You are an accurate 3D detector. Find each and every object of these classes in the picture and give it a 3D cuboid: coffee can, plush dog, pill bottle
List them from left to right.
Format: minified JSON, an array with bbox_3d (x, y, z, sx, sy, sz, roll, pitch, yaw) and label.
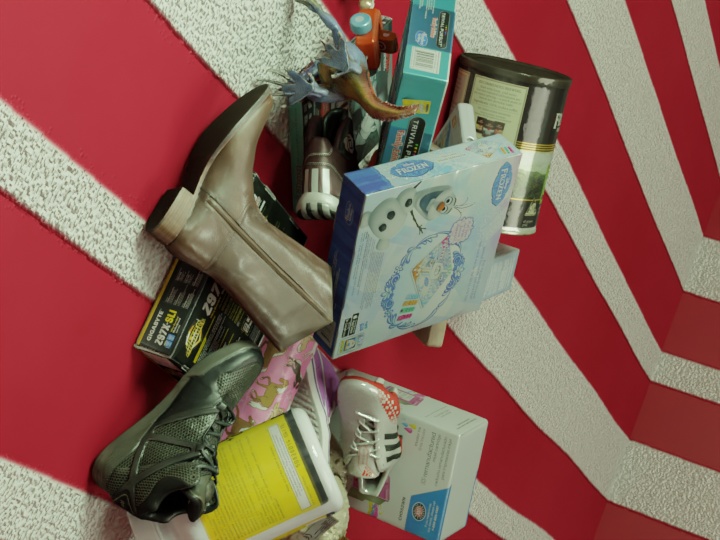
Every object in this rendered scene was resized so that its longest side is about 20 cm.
[{"bbox_3d":[-0.125,0.223,1.565,0.198,0.113,0.112,-24,144,-4],"label":"pill bottle"},{"bbox_3d":[-0.060,0.251,1.821,0.201,0.158,0.173,83,9,-46],"label":"plush dog"},{"bbox_3d":[0.176,-0.162,2.025,0.146,0.145,0.202,-16,121,-63],"label":"coffee can"}]

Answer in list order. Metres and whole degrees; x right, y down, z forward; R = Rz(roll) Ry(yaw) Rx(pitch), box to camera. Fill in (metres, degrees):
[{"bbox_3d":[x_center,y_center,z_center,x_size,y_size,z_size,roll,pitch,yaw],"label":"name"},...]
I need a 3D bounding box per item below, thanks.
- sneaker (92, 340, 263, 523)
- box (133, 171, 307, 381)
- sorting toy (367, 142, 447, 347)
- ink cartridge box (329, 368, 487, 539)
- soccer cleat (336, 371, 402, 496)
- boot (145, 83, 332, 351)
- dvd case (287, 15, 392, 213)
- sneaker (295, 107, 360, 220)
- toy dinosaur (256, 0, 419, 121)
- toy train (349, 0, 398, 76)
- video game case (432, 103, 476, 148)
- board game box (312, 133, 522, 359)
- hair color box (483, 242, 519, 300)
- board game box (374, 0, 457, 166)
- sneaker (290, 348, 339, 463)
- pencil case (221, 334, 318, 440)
[{"bbox_3d":[-0.147,0.161,1.501,0.199,0.114,0.076,-43,150,-15],"label":"sneaker"},{"bbox_3d":[-0.134,0.018,1.579,0.202,0.049,0.160,-66,154,-13],"label":"box"},{"bbox_3d":[0.048,-0.041,1.812,0.199,0.069,0.202,-135,-127,-67],"label":"sorting toy"},{"bbox_3d":[0.038,0.221,1.923,0.084,0.198,0.146,-16,120,-58],"label":"ink cartridge box"},{"bbox_3d":[0.008,0.184,1.779,0.201,0.068,0.086,76,29,-58],"label":"soccer cleat"},{"bbox_3d":[-0.080,-0.046,1.500,0.200,0.064,0.187,40,79,-24],"label":"boot"},{"bbox_3d":[-0.019,-0.170,1.739,0.200,0.022,0.147,-48,147,-42],"label":"dvd case"},{"bbox_3d":[-0.013,-0.112,1.684,0.200,0.075,0.117,-10,100,-76],"label":"sneaker"},{"bbox_3d":[-0.028,-0.180,1.549,0.105,0.200,0.181,-49,171,10],"label":"toy dinosaur"},{"bbox_3d":[0.016,-0.305,1.618,0.151,0.055,0.201,-82,168,-46],"label":"toy train"},{"bbox_3d":[0.093,-0.061,1.826,0.200,0.022,0.184,123,-33,-56],"label":"video game case"},{"bbox_3d":[0.055,-0.025,1.587,0.198,0.043,0.202,-16,134,-33],"label":"board game box"},{"bbox_3d":[0.124,-0.002,2.081,0.200,0.098,0.061,-16,122,-63],"label":"hair color box"},{"bbox_3d":[0.053,-0.166,1.604,0.201,0.046,0.152,103,-3,-46],"label":"board game box"},{"bbox_3d":[-0.051,0.170,1.747,0.114,0.072,0.203,41,42,-58],"label":"sneaker"},{"bbox_3d":[-0.109,0.134,1.675,0.202,0.082,0.087,-69,160,-9],"label":"pencil case"}]
